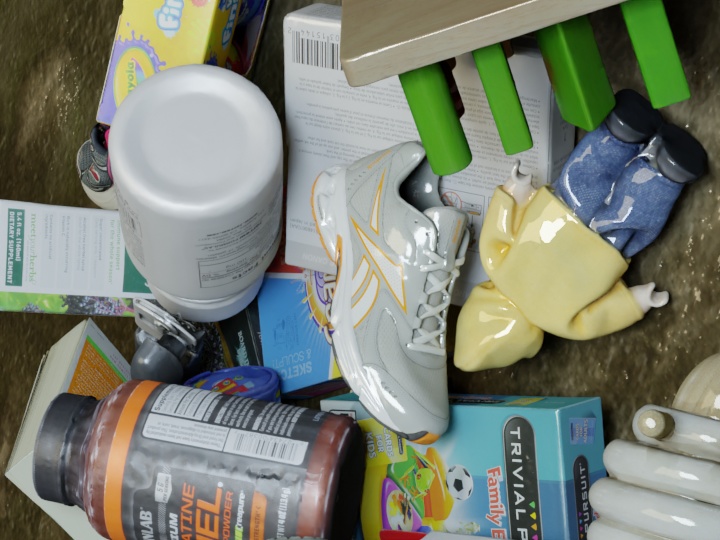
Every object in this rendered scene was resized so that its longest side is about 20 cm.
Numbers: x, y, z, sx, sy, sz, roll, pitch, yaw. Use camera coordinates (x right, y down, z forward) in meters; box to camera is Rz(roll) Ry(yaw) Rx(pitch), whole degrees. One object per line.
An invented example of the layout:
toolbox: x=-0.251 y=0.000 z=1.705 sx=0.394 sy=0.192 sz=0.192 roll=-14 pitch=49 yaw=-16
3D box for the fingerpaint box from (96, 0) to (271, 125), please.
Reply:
fingerpaint box: x=-0.115 y=-0.205 z=1.415 sx=0.073 sy=0.167 sz=0.201 roll=17 pitch=103 yaw=8

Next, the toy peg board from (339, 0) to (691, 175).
toy peg board: x=0.097 y=-0.151 z=1.133 sx=0.200 sy=0.199 sz=0.098 roll=-89 pitch=-19 yaw=-61

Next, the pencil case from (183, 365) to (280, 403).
pencil case: x=-0.092 y=0.169 z=1.394 sx=0.086 sy=0.078 sz=0.201 roll=7 pitch=108 yaw=36

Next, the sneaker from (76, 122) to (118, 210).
sneaker: x=-0.186 y=-0.098 z=1.531 sx=0.081 sy=0.075 sz=0.200 roll=-52 pitch=20 yaw=-15

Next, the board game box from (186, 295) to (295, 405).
board game box: x=-0.119 y=0.041 z=1.510 sx=0.135 sy=0.028 sz=0.201 roll=-36 pitch=60 yaw=43

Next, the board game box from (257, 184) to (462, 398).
board game box: x=0.000 y=0.000 z=1.357 sx=0.200 sy=0.040 sz=0.154 roll=-20 pitch=72 yaw=48

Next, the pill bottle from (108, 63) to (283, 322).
pill bottle: x=-0.110 y=-0.045 z=1.318 sx=0.200 sy=0.114 sz=0.115 roll=95 pitch=159 yaw=-65

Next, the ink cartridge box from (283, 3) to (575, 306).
ink cartridge box: x=0.042 y=-0.073 z=1.256 sx=0.199 sy=0.045 sz=0.177 roll=14 pitch=114 yaw=29

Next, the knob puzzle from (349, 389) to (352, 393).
knob puzzle: x=0.044 y=0.177 z=1.292 sx=0.219 sy=0.030 sz=0.221 roll=8 pitch=101 yaw=42

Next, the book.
book: x=-0.179 y=0.133 z=1.368 sx=0.048 sy=0.134 sz=0.200 roll=-38 pitch=17 yaw=14

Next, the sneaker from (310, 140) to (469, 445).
sneaker: x=0.031 y=0.006 z=1.184 sx=0.092 sy=0.076 sz=0.201 roll=-28 pitch=62 yaw=28

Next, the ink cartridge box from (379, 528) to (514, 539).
ink cartridge box: x=0.074 y=0.265 z=1.146 sx=0.175 sy=0.084 sz=0.201 roll=-1 pitch=111 yaw=44

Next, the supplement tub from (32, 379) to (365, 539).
supplement tub: x=-0.103 y=0.129 z=1.213 sx=0.199 sy=0.107 sz=0.108 roll=9 pitch=95 yaw=12

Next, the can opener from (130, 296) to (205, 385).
can opener: x=-0.149 y=0.066 z=1.394 sx=0.067 sy=0.053 sz=0.200 roll=-57 pitch=-3 yaw=-15

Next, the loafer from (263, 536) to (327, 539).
loafer: x=-0.024 y=0.230 z=1.173 sx=0.075 sy=0.200 sz=0.070 roll=-7 pitch=57 yaw=17

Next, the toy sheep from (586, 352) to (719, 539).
toy sheep: x=0.184 y=0.142 z=1.051 sx=0.138 sy=0.137 sz=0.201 roll=17 pitch=90 yaw=50

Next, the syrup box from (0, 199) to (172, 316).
syrup box: x=-0.201 y=-0.006 z=1.433 sx=0.081 sy=0.199 sz=0.079 roll=0 pitch=87 yaw=54

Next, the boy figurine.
boy figurine: x=0.128 y=-0.008 z=1.165 sx=0.124 sy=0.064 sz=0.200 roll=36 pitch=118 yaw=2

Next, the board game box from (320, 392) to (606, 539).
board game box: x=0.065 y=0.156 z=1.216 sx=0.199 sy=0.047 sz=0.152 roll=-2 pitch=95 yaw=44
